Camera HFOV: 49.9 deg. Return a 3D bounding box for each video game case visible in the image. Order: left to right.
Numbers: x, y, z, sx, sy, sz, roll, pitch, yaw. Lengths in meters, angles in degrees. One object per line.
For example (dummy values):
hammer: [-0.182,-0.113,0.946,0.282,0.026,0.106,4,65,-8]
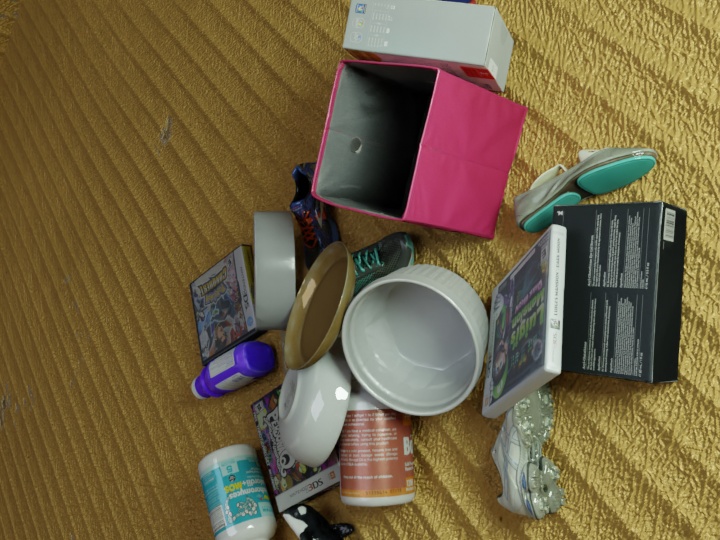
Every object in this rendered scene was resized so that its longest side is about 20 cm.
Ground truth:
video game case: [-0.268,0.071,1.535,0.199,0.025,0.182,-31,64,39]
video game case: [-0.103,0.288,1.324,0.181,0.036,0.201,-36,63,36]
video game case: [0.198,0.068,0.948,0.200,0.023,0.183,117,165,-62]

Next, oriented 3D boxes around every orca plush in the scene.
orca plush: [-0.038,0.432,1.222,0.071,0.105,0.200,-45,45,-7]

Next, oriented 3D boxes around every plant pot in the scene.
plant pot: [-0.057,0.055,1.142,0.200,0.027,0.201,-52,25,36]

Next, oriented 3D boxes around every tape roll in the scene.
tape roll: [-0.148,0.000,1.314,0.200,0.065,0.202,180,90,-82]

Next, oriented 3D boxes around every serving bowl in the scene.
serving bowl: [-0.081,0.194,1.185,0.200,0.065,0.202,-165,90,-72]

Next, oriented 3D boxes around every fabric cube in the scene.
fabric cube: [0.080,-0.167,1.084,0.195,0.198,0.202,20,99,44]

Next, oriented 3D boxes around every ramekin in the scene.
ramekin: [0.083,0.088,1.067,0.198,0.105,0.202,9,113,23]

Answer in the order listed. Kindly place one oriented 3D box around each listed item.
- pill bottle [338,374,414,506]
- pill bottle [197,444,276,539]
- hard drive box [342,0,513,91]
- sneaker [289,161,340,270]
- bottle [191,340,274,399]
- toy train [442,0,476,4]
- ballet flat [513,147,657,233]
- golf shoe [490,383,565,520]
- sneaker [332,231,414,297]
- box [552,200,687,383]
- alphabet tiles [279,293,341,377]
pill bottle: [0.022,0.242,1.152,0.112,0.112,0.202,-11,77,44]
pill bottle: [-0.214,0.422,1.374,0.111,0.110,0.201,-41,58,34]
hard drive box: [0.097,-0.312,1.064,0.198,0.156,0.078,12,94,20]
sneaker: [-0.088,-0.093,1.332,0.075,0.078,0.202,-17,73,44]
bottle: [-0.247,0.193,1.457,0.199,0.083,0.066,-31,64,40]
toy train: [0.131,-0.440,1.158,0.200,0.084,0.117,-37,47,37]
ballet flat: [0.273,-0.117,0.974,0.199,0.067,0.064,-32,52,38]
golf shoe: [0.200,0.216,1.003,0.097,0.078,0.202,-15,73,50]
sneaker: [0.000,0.000,1.221,0.200,0.091,0.078,-36,62,37]
box: [0.300,0.024,0.918,0.140,0.078,0.202,3,87,44]
alphabet tiles: [-0.084,0.132,1.352,0.166,0.006,0.202,-22,70,43]
